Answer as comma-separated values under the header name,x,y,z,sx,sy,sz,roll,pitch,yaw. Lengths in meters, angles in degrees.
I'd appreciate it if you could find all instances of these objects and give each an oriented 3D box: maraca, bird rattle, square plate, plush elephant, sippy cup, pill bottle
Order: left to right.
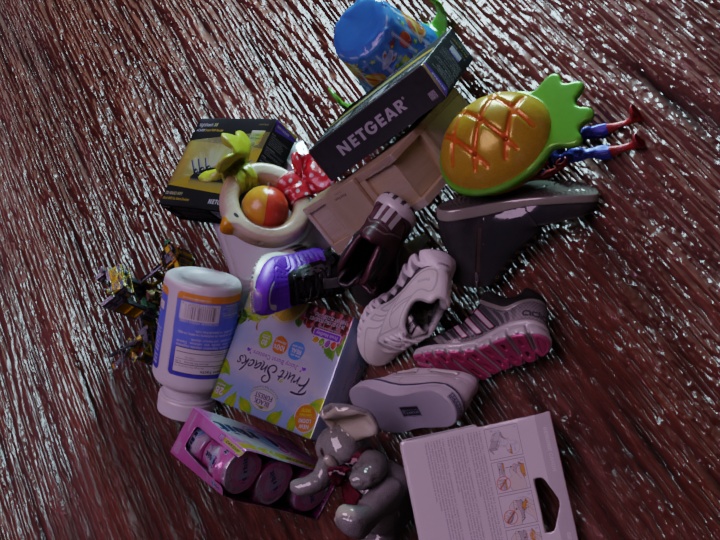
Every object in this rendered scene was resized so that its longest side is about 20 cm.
name,x,y,z,sx,sy,sz,roll,pitch,yaw
pill bottle,-0.235,0.105,1.545,0.111,0.111,0.203,22,108,40
square plate,-0.136,-0.070,1.619,0.199,0.028,0.200,-37,55,19
bird rattle,-0.126,-0.101,1.512,0.113,0.198,0.165,-45,34,53
plush elephant,-0.009,0.249,1.318,0.154,0.166,0.200,26,59,27
sippy cup,0.033,-0.309,1.523,0.138,0.130,0.180,9,78,39
maraca,0.185,-0.163,1.316,0.198,0.107,0.139,-25,55,19

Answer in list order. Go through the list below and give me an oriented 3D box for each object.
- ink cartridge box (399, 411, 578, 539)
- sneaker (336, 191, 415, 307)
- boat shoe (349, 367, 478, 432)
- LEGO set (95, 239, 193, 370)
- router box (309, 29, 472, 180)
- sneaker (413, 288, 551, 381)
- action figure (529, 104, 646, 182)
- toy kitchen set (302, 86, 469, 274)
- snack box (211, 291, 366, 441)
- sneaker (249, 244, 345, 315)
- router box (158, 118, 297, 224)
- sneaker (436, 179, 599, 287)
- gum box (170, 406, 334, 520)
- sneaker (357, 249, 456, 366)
name,x,y,z,sx,sy,sz,roll,pitch,yaw
ink cartridge box,0.148,0.273,1.225,0.174,0.045,0.203,-12,82,5
sneaker,0.000,0.000,1.366,0.075,0.201,0.116,30,50,14
boat shoe,0.066,0.152,1.356,0.066,0.073,0.199,-37,13,-35
LEGO set,-0.322,0.047,1.652,0.153,0.115,0.202,-27,59,26
router box,0.041,-0.215,1.413,0.199,0.052,0.158,-33,13,31
sneaker,0.151,0.075,1.323,0.199,0.074,0.088,-22,39,42
action figure,0.250,-0.150,1.354,0.198,0.051,0.066,-18,65,33
toy kitchen set,0.070,-0.096,1.454,0.199,0.164,0.181,-26,17,49
snack box,-0.092,0.128,1.482,0.198,0.067,0.171,15,82,41
sneaker,-0.072,0.010,1.449,0.098,0.200,0.071,9,110,20
router box,-0.204,-0.151,1.657,0.199,0.052,0.159,8,68,46
sneaker,0.198,-0.046,1.345,0.197,0.075,0.108,-8,110,11
gum box,-0.136,0.245,1.380,0.113,0.199,0.067,28,89,41
sneaker,0.053,0.063,1.357,0.082,0.074,0.201,-96,29,-42
